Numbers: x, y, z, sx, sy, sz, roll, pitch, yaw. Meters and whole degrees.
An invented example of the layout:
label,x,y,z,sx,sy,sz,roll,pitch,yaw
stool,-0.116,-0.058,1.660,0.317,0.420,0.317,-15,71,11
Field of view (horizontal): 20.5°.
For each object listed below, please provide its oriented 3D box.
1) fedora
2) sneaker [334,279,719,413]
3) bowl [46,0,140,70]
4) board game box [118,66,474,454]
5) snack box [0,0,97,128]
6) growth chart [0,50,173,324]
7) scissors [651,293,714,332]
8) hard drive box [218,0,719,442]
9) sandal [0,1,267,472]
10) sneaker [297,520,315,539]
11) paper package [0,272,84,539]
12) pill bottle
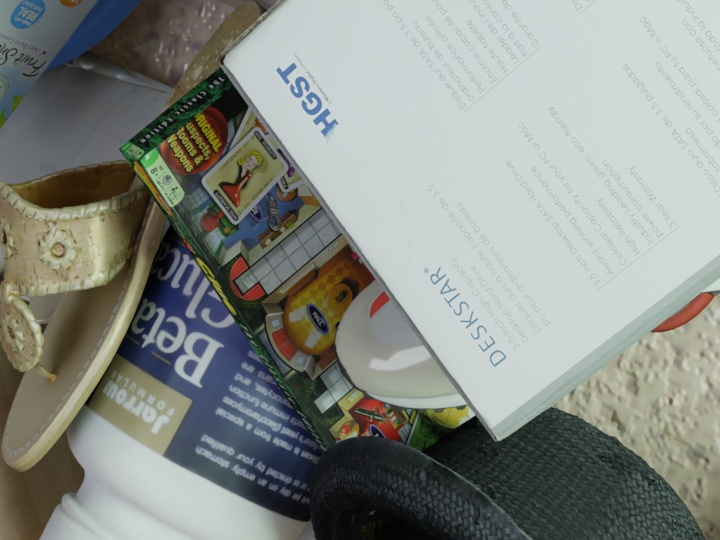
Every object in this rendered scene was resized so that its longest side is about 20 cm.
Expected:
label,x,y,z,sx,sy,sz,roll,pitch,yaw
fedora,0.076,0.120,0.747,0.200,0.092,0.201,36,153,22
sneaker,0.077,-0.021,0.717,0.199,0.094,0.071,-20,49,2
bowl,-0.173,-0.191,0.934,0.200,0.039,0.202,-4,81,25
board game box,0.000,0.000,0.770,0.023,0.105,0.200,24,151,55
snack box,-0.169,-0.189,0.873,0.169,0.068,0.200,45,100,24
growth chart,-0.146,-0.050,0.918,0.200,0.145,0.018,30,155,31
scissors,0.174,-0.023,0.757,0.199,0.014,0.074,-11,86,36
hard drive box,0.080,-0.070,0.628,0.200,0.077,0.156,-39,82,21
sandal,-0.112,-0.027,0.801,0.212,0.069,0.078,-57,26,2
sneaker,0.042,0.156,0.838,0.115,0.078,0.201,-33,78,35
paper package,-0.217,0.090,1.000,0.190,0.103,0.201,-15,88,36
pill bottle,-0.054,0.050,0.832,0.111,0.111,0.201,27,89,30
